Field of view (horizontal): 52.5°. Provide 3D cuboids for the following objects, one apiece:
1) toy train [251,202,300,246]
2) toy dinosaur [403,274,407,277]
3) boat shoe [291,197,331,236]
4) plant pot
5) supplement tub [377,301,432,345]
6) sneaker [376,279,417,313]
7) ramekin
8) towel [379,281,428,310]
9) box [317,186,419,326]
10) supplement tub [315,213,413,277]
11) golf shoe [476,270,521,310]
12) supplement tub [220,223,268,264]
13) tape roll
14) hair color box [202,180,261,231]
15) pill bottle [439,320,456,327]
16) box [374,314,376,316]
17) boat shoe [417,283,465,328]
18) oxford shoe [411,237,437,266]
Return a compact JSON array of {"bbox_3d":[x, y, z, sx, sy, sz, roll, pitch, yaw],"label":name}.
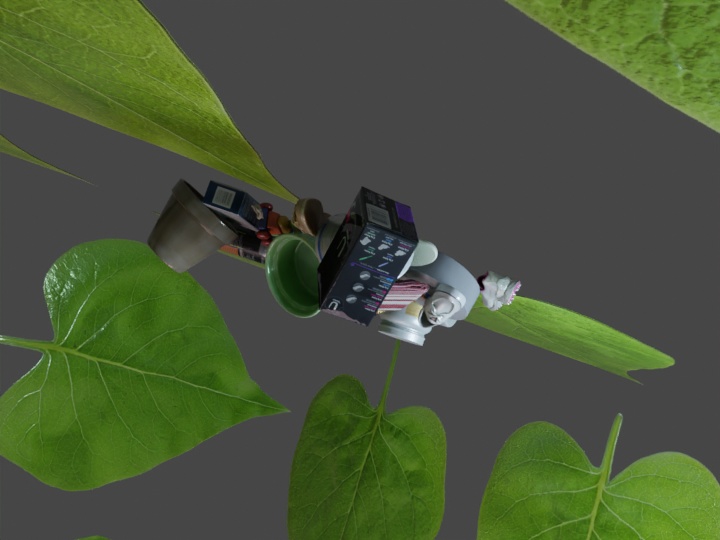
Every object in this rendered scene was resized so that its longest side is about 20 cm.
[{"bbox_3d":[-0.191,-0.117,1.754,0.113,0.087,0.200,4,168,2],"label":"toy train"},{"bbox_3d":[0.033,-0.026,1.686,0.197,0.101,0.059,23,135,17],"label":"toy dinosaur"},{"bbox_3d":[-0.115,-0.112,1.567,0.068,0.075,0.200,12,172,12],"label":"boat shoe"},{"bbox_3d":[-0.430,-0.095,1.820,0.200,0.174,0.200,43,180,0],"label":"plant pot"},{"bbox_3d":[0.129,0.076,1.865,0.142,0.204,0.145,18,174,2],"label":"supplement tub"},{"bbox_3d":[0.062,0.034,1.677,0.074,0.092,0.199,12,158,-33],"label":"sneaker"},{"bbox_3d":[-0.125,0.000,1.733,0.197,0.204,0.097,13,-156,36],"label":"ramekin"},{"bbox_3d":[0.049,0.056,1.557,0.141,0.023,0.200,2,165,-13],"label":"towel"},{"bbox_3d":[0.007,-0.023,1.298,0.104,0.202,0.123,19,-148,-18],"label":"box"},{"bbox_3d":[0.004,-0.050,1.495,0.130,0.135,0.199,22,174,-31],"label":"supplement tub"},{"bbox_3d":[0.309,0.040,1.712,0.090,0.076,0.200,29,167,1],"label":"golf shoe"},{"bbox_3d":[-0.322,-0.100,2.012,0.196,0.125,0.123,18,174,5],"label":"supplement tub"},{"bbox_3d":[0.176,0.030,1.697,0.198,0.067,0.201,30,160,12],"label":"tape roll"},{"bbox_3d":[-0.301,-0.154,1.786,0.098,0.062,0.200,19,174,11],"label":"hair color box"},{"bbox_3d":[0.198,0.095,2.230,0.197,0.114,0.111,14,172,31],"label":"pill bottle"},{"bbox_3d":[-0.041,0.004,1.902,0.163,0.167,0.199,15,173,28],"label":"box"},{"bbox_3d":[0.173,0.086,1.632,0.071,0.066,0.200,36,161,-6],"label":"boat shoe"},{"bbox_3d":[0.082,-0.055,1.600,0.197,0.058,0.076,5,123,33],"label":"oxford shoe"}]
